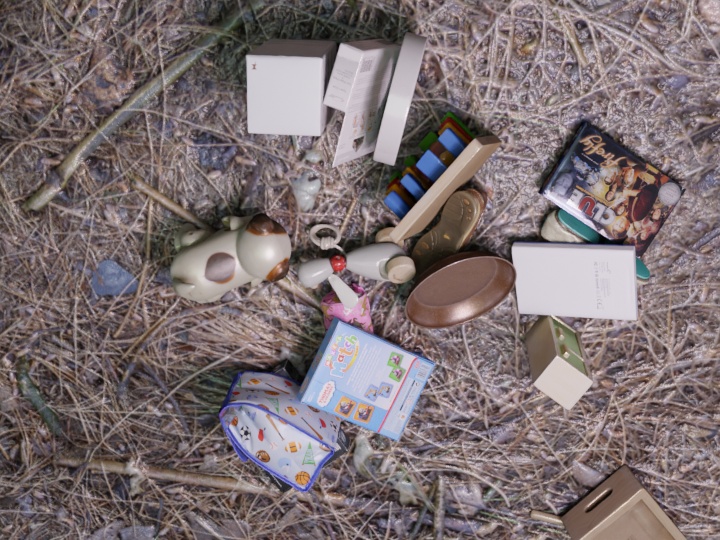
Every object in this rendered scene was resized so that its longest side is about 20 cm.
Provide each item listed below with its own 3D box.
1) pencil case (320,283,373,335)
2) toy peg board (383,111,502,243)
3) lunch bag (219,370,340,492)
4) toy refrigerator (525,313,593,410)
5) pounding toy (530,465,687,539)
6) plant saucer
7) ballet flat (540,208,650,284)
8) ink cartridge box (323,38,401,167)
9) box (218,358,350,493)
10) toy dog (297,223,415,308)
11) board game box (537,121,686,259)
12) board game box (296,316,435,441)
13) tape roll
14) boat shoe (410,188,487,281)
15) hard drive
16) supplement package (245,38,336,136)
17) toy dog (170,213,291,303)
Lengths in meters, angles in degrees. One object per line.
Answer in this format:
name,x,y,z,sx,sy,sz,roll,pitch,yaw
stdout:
pencil case,-0.011,0.128,1.758,0.082,0.087,0.203,-4,111,26
toy peg board,0.110,-0.159,1.598,0.098,0.199,0.200,44,108,7
lunch bag,-0.144,0.261,1.725,0.198,0.170,0.125,33,104,-7
toy refrigerator,0.327,0.141,1.665,0.075,0.200,0.070,35,109,-6
pounding toy,0.446,0.468,1.814,0.199,0.142,0.185,-40,101,6
plant saucer,0.162,0.026,1.683,0.197,0.037,0.202,-15,147,-10
ballet flat,0.389,-0.030,1.682,0.199,0.068,0.063,36,129,0
ink cartridge box,-0.004,-0.263,1.560,0.044,0.200,0.179,21,110,13
box,-0.138,0.286,1.844,0.159,0.044,0.201,-33,102,15
toy dog,0.000,0.000,1.707,0.196,0.133,0.097,3,140,12
board game box,0.408,-0.129,1.640,0.198,0.035,0.137,31,99,-5
board game box,0.010,0.186,1.718,0.198,0.037,0.153,25,94,-24
tape roll,0.061,-0.263,1.555,0.036,0.203,0.206,14,110,0
boat shoe,0.151,-0.054,1.683,0.072,0.067,0.201,46,128,19
hard drive,0.355,0.017,1.669,0.197,0.025,0.134,3,123,24
supplement package,-0.103,-0.287,1.563,0.115,0.200,0.119,4,109,5
toy dog,-0.209,-0.030,1.673,0.197,0.194,0.142,-15,95,17
